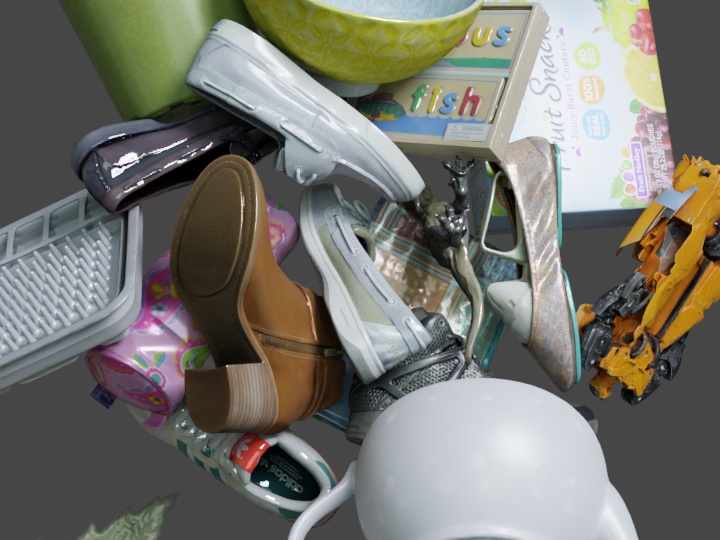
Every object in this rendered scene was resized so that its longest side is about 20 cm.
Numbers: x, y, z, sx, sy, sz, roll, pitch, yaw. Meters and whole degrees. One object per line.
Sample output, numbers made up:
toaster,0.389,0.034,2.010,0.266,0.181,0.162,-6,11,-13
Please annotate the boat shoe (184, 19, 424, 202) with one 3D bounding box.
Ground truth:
boat shoe,-0.045,-0.104,0.864,0.200,0.070,0.072,37,86,-8

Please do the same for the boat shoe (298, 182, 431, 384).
boat shoe,0.000,-0.001,0.894,0.064,0.075,0.203,-24,42,4

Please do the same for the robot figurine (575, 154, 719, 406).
robot figurine,0.241,0.015,0.921,0.201,0.145,0.058,-55,46,1

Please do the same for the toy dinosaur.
toy dinosaur,0.070,-0.030,0.884,0.047,0.089,0.201,-6,44,-10

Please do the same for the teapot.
teapot,0.081,0.182,0.798,0.197,0.200,0.147,32,41,-24

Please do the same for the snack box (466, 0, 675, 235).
snack box,0.173,-0.137,0.978,0.167,0.068,0.202,-3,76,-8

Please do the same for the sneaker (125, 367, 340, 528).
sneaker,-0.097,0.128,0.880,0.199,0.093,0.071,34,76,4

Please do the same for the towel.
towel,0.041,0.051,0.947,0.146,0.022,0.201,25,76,1

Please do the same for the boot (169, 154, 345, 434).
boot,-0.062,0.020,0.847,0.076,0.155,0.202,-6,87,32

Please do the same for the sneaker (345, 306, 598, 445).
sneaker,0.090,0.086,0.893,0.197,0.076,0.115,4,81,1

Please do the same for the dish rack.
dish rack,-0.235,0.016,0.861,0.170,0.201,0.044,-24,123,5

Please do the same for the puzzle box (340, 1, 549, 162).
puzzle box,0.047,-0.160,0.939,0.199,0.025,0.134,8,71,36

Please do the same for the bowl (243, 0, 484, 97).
bowl,-0.009,-0.204,0.897,0.198,0.108,0.201,10,42,-9

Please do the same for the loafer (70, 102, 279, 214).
loafer,-0.124,-0.088,0.894,0.199,0.072,0.063,-17,61,-30

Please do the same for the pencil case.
pencil case,-0.129,0.023,0.885,0.087,0.088,0.201,31,59,3

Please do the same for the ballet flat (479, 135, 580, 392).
ballet flat,0.128,-0.004,0.889,0.067,0.068,0.202,-4,80,-5

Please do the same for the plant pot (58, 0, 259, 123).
plant pot,-0.163,-0.219,0.925,0.198,0.200,0.192,-19,90,-9
